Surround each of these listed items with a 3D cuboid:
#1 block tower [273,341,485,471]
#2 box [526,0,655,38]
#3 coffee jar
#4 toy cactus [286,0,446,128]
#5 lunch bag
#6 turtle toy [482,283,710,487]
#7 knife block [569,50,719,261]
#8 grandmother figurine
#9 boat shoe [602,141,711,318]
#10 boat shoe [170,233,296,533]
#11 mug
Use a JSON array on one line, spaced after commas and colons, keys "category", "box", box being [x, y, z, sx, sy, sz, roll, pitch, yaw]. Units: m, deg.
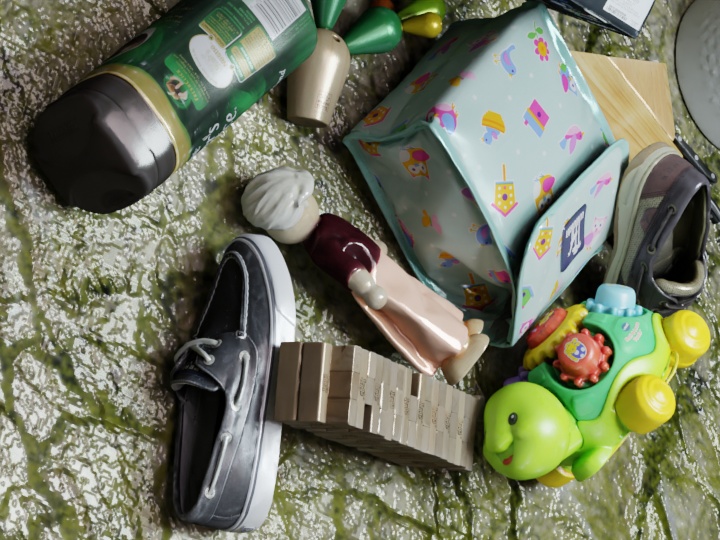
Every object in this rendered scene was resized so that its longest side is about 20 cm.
[{"category": "block tower", "box": [0.016, 0.095, 1.601, 0.200, 0.054, 0.058, 23, 70, -57]}, {"category": "box", "box": [0.099, -0.237, 1.699, 0.158, 0.200, 0.046, 25, 93, -37]}, {"category": "coffee jar", "box": [-0.123, -0.121, 1.553, 0.200, 0.104, 0.086, -44, 104, -37]}, {"category": "toy cactus", "box": [-0.015, -0.185, 1.676, 0.199, 0.102, 0.166, 19, 77, -45]}, {"category": "lunch bag", "box": [0.107, -0.066, 1.718, 0.170, 0.121, 0.201, -47, 114, -37]}, {"category": "turtle toy", "box": [0.157, 0.086, 1.703, 0.101, 0.146, 0.200, 44, 46, -7]}, {"category": "knife block", "box": [0.194, -0.075, 1.827, 0.199, 0.064, 0.177, 3, 76, -39]}, {"category": "grandmother figurine", "box": [0.000, 0.000, 1.640, 0.200, 0.121, 0.061, 39, 92, -13]}, {"category": "boat shoe", "box": [0.229, 0.001, 1.779, 0.072, 0.065, 0.201, -21, 130, -30]}, {"category": "boat shoe", "box": [-0.093, 0.071, 1.556, 0.067, 0.071, 0.202, 13, 78, -38]}, {"category": "mug", "box": [0.371, -0.157, 1.919, 0.147, 0.175, 0.202, 9, 73, -37]}]
